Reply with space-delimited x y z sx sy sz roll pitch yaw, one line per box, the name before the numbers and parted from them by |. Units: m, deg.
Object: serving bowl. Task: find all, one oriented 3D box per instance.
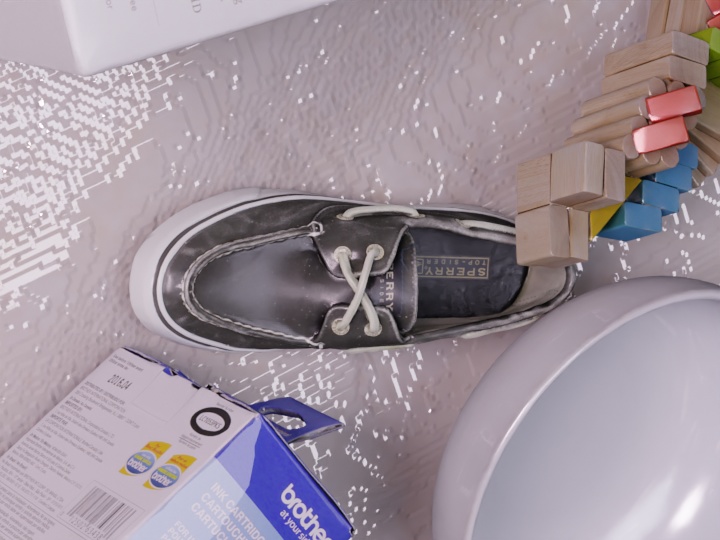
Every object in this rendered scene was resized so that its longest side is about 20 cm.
serving bowl | 0.107 0.085 1.117 0.200 0.066 0.200 -21 128 -29

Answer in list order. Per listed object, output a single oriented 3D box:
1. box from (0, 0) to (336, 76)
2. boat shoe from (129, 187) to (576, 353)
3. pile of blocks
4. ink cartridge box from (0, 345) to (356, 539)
box | -0.060 -0.157 0.946 0.200 0.152 0.106 -20 107 -25
boat shoe | 0.000 0.000 1.057 0.200 0.064 0.071 -5 101 -28
pile of blocks | 0.144 -0.068 1.094 0.082 0.062 0.200 48 56 -19
ink cartridge box | -0.097 0.111 0.981 0.200 0.136 0.076 -45 118 -15
